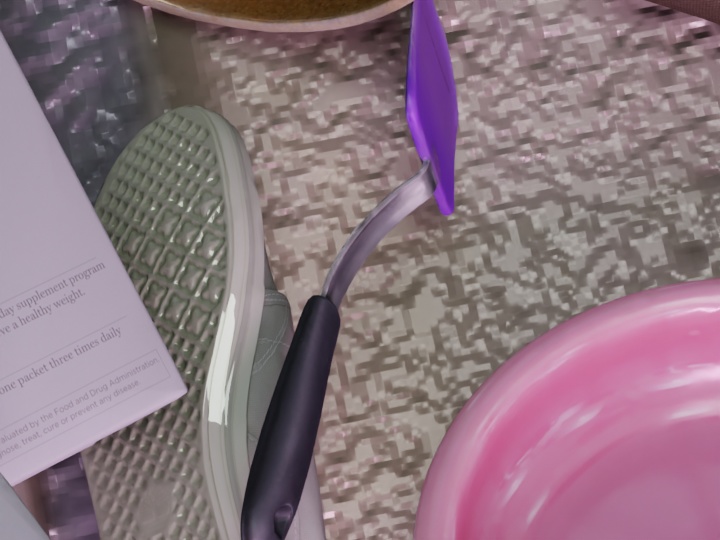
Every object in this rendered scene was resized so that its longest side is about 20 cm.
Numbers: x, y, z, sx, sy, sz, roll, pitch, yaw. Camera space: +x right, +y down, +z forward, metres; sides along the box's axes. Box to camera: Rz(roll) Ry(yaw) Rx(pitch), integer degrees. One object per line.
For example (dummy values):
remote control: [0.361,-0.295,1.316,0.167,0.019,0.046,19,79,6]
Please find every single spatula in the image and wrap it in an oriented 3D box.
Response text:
spatula: [0.000,0.000,0.801,0.020,0.057,0.200,6,54,24]

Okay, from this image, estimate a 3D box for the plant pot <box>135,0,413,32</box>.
plant pot: [-0.026,-0.208,0.836,0.186,0.187,0.200,19,59,3]

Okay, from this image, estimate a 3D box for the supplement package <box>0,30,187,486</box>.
supplement package: [-0.156,-0.022,0.758,0.109,0.114,0.200,-27,90,-33]

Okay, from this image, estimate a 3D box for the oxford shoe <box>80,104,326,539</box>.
oxford shoe: [-0.042,0.048,0.812,0.058,0.075,0.201,17,56,-44]

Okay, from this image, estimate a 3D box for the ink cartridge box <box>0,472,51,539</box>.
ink cartridge box: [-0.163,0.057,0.650,0.083,0.146,0.200,-28,73,-38]

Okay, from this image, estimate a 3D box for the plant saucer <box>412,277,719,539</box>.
plant saucer: [0.114,0.092,0.777,0.200,0.051,0.201,-1,48,1]

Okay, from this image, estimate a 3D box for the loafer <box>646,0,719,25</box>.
loafer: [0.111,-0.109,0.865,0.200,0.073,0.071,46,110,9]
